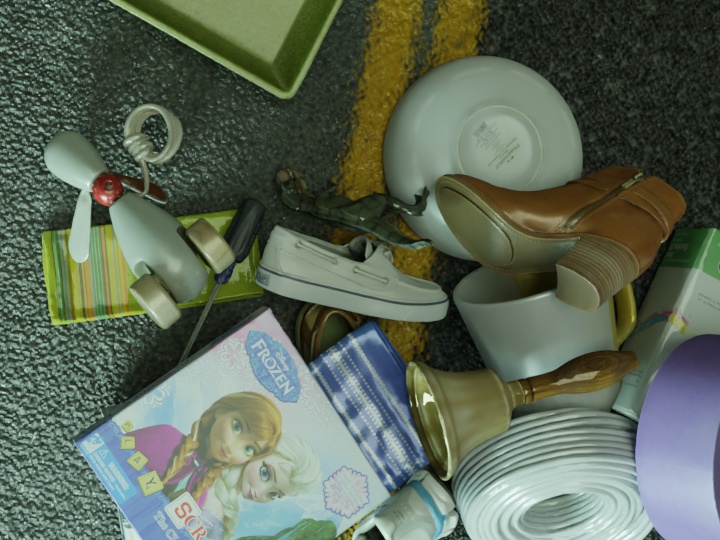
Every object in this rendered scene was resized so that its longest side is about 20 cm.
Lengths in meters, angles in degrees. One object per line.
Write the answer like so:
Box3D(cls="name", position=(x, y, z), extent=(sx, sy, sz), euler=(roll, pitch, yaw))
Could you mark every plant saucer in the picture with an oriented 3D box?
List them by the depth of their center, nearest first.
Box3D(cls="plant saucer", position=(-0.109, -0.288, 1.192), extent=(0.199, 0.048, 0.201), euler=(28, 85, -13))

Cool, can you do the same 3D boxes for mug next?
Box3D(cls="mug", position=(0.197, 0.064, 1.237), extent=(0.185, 0.149, 0.154), euler=(-20, 105, -6))

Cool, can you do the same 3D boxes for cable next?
Box3D(cls="cable", position=(0.186, 0.208, 1.221), extent=(0.198, 0.201, 0.070), euler=(-1, 49, -7))

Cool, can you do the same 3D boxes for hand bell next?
Box3D(cls="hand bell", position=(0.151, 0.104, 1.133), extent=(0.198, 0.104, 0.105), euler=(-15, 96, -11))

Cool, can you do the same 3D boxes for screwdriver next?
Box3D(cls="screwdriver", position=(-0.137, 0.026, 1.190), extent=(0.028, 0.029, 0.201), euler=(26, 83, -11))

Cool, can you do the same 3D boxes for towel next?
Box3D(cls="towel", position=(-0.026, 0.157, 1.162), extent=(0.199, 0.024, 0.145), euler=(-36, 100, -14))
Box3D(cls="towel", position=(-0.191, -0.005, 1.198), extent=(0.198, 0.018, 0.087), euler=(-8, 95, -14))

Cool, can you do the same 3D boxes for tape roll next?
Box3D(cls="tape roll", position=(0.344, 0.161, 1.177), extent=(0.199, 0.085, 0.202), euler=(-4, 96, -40))

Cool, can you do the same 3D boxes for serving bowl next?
Box3D(cls="serving bowl", position=(0.124, -0.111, 1.238), extent=(0.198, 0.066, 0.202), euler=(1, 86, -9))

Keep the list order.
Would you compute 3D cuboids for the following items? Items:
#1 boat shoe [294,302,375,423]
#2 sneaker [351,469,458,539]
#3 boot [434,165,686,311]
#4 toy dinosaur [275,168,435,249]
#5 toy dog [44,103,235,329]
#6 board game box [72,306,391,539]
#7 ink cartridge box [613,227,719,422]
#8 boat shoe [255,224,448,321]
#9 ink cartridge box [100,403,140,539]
Box3D(cls="boat shoe", position=(-0.017, 0.124, 1.216), extent=(0.075, 0.074, 0.202), euler=(-16, 96, -13))
Box3D(cls="sneaker", position=(0.018, 0.256, 1.178), extent=(0.086, 0.201, 0.075), euler=(-26, 61, -30))
Box3D(cls="boot", position=(0.182, -0.060, 1.170), extent=(0.155, 0.199, 0.077), euler=(-41, 144, -31))
Box3D(cls="toy dinosaur", position=(0.012, -0.053, 1.194), extent=(0.088, 0.199, 0.048), euler=(-20, 122, -46))
Box3D(cls="toy dog", position=(-0.196, -0.037, 1.159), extent=(0.131, 0.096, 0.201), euler=(-21, 74, -12))
Box3D(cls="board game box", position=(-0.108, 0.169, 1.111), extent=(0.199, 0.041, 0.201), euler=(-35, 98, -12))
Box3D(cls="ink cartridge box", position=(0.351, 0.077, 1.300), extent=(0.145, 0.087, 0.201), euler=(26, 84, -13))
Box3D(cls="boat shoe", position=(0.000, 0.000, 1.203), extent=(0.199, 0.072, 0.066), euler=(12, 102, -23))
Box3D(cls="ink cartridge box", position=(-0.147, 0.213, 1.182), extent=(0.145, 0.086, 0.202), euler=(-10, 93, -15))
